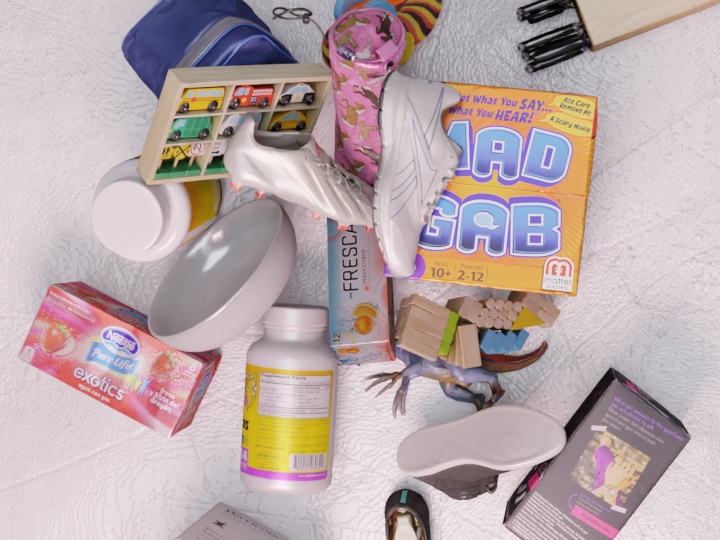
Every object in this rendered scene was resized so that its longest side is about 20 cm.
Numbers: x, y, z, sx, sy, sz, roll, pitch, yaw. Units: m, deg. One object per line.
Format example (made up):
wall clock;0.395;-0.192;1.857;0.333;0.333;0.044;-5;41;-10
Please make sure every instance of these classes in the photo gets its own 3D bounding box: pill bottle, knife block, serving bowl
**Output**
pill bottle;-0.224;-0.073;1.600;0.108;0.200;0.111;2;101;9
pill bottle;-0.078;0.141;1.637;0.103;0.104;0.203;4;92;7
knife block;0.274;-0.272;1.605;0.198;0.064;0.177;26;96;5
serving bowl;-0.141;0.016;1.617;0.200;0.200;0.066;-42;115;7

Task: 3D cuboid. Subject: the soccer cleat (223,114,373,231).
soccer cleat;-0.047;-0.100;1.542;0.198;0.069;0.078;18;112;-21

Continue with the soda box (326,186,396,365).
soda box;0.000;0.000;1.611;0.067;0.064;0.202;-5;65;7

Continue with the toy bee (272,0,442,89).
toy bee;-0.003;-0.253;1.617;0.197;0.131;0.110;-6;119;-10

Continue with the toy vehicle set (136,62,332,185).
toy vehicle set;-0.129;-0.154;1.535;0.027;0.198;0.125;48;130;32

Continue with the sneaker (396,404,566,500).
sneaker;0.147;0.201;1.609;0.198;0.099;0.072;-14;59;30

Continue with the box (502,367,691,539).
box;0.254;0.219;1.597;0.106;0.122;0.201;37;96;4

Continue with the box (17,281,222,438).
box;-0.270;0.098;1.669;0.198;0.103;0.096;27;95;7

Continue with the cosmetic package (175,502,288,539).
cosmetic package;-0.144;0.381;1.614;0.164;0.200;0.166;28;96;5

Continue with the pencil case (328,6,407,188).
pencil case;0.009;-0.179;1.552;0.082;0.201;0.087;10;52;8

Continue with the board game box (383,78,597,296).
board game box;0.140;-0.085;1.559;0.197;0.200;0.203;6;92;7

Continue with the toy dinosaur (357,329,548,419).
toy dinosaur;0.075;0.103;1.658;0.181;0.105;0.200;43;63;12

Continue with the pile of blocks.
pile of blocks;0.121;0.065;1.613;0.198;0.062;0.083;-3;85;-23

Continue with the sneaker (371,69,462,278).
sneaker;0.055;-0.093;1.435;0.086;0.075;0.203;4;92;3

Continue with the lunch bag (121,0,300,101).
lunch bag;-0.147;-0.214;1.598;0.136;0.200;0.133;-44;69;9

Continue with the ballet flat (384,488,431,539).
ballet flat;0.053;0.349;1.655;0.067;0.068;0.203;-9;92;7
